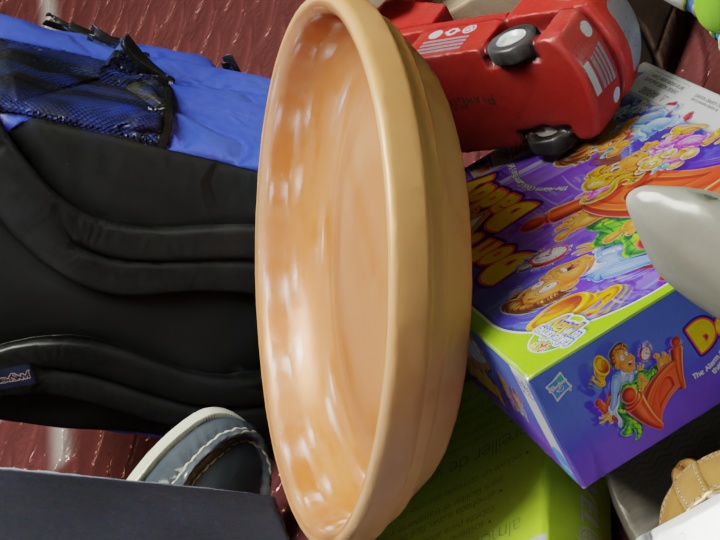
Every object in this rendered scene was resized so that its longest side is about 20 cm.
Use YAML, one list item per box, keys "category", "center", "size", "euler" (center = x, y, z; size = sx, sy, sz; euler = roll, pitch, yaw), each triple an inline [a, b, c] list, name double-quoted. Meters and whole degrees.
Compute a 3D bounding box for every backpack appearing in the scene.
- category: "backpack"
  center: [-0.095, -0.026, 1.006]
  size: [0.168, 0.199, 0.163]
  euler: [-93, 18, -54]

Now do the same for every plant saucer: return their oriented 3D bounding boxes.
- category: "plant saucer"
  center: [0.000, 0.000, 0.836]
  size: [0.200, 0.037, 0.201]
  euler: [180, 90, -75]

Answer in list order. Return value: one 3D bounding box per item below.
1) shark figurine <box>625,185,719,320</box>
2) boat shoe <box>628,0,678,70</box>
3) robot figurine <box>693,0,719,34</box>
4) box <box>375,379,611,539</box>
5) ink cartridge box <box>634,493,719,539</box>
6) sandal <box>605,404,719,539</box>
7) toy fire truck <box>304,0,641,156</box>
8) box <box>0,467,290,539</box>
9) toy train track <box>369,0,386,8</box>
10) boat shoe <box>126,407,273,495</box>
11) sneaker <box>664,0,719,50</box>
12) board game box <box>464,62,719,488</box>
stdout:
- category: "shark figurine"
  center: [0.189, 0.006, 0.647]
  size: [0.214, 0.128, 0.090]
  euler: [-22, 18, 30]
- category: "boat shoe"
  center: [0.109, -0.151, 1.012]
  size: [0.075, 0.075, 0.203]
  euler: [-13, 46, 54]
- category: "robot figurine"
  center: [0.209, -0.100, 0.723]
  size: [0.199, 0.116, 0.176]
  euler: [-11, 49, -12]
- category: "box"
  center: [0.031, 0.130, 0.817]
  size: [0.122, 0.048, 0.200]
  euler: [-31, 34, 29]
- category: "ink cartridge box"
  center: [0.124, 0.134, 0.607]
  size: [0.200, 0.084, 0.146]
  euler: [-33, 58, 27]
- category: "sandal"
  center: [0.123, 0.096, 0.709]
  size: [0.082, 0.055, 0.200]
  euler: [-41, 38, 18]
- category: "toy fire truck"
  center: [0.038, -0.099, 0.948]
  size: [0.199, 0.049, 0.141]
  euler: [-5, 34, 39]
- category: "box"
  center: [-0.084, 0.200, 0.743]
  size: [0.200, 0.117, 0.197]
  euler: [-116, 39, -59]
- category: "toy train track"
  center: [0.016, -0.179, 0.982]
  size: [0.115, 0.032, 0.200]
  euler: [-39, 24, 41]
- category: "boat shoe"
  center: [-0.082, 0.149, 0.922]
  size: [0.062, 0.075, 0.201]
  euler: [4, 60, 57]
- category: "sneaker"
  center: [0.157, -0.090, 0.872]
  size: [0.105, 0.076, 0.200]
  euler: [-57, 31, -12]
- category: "board game box"
  center: [0.092, -0.007, 0.826]
  size: [0.134, 0.045, 0.200]
  euler: [-31, 20, -6]
